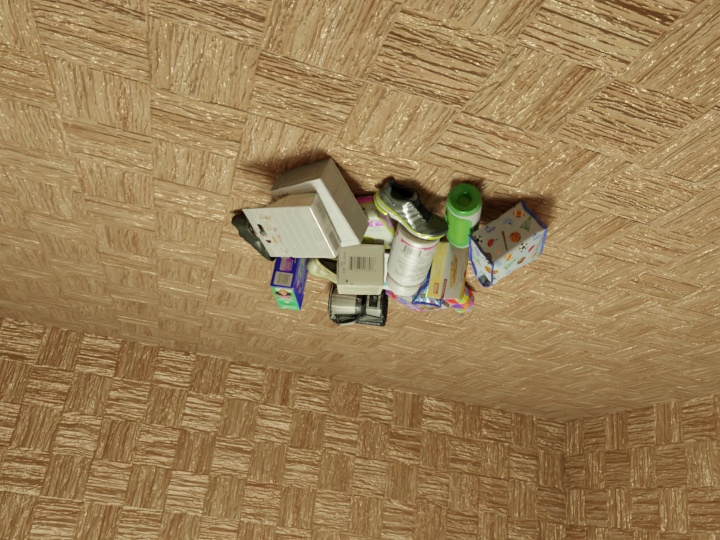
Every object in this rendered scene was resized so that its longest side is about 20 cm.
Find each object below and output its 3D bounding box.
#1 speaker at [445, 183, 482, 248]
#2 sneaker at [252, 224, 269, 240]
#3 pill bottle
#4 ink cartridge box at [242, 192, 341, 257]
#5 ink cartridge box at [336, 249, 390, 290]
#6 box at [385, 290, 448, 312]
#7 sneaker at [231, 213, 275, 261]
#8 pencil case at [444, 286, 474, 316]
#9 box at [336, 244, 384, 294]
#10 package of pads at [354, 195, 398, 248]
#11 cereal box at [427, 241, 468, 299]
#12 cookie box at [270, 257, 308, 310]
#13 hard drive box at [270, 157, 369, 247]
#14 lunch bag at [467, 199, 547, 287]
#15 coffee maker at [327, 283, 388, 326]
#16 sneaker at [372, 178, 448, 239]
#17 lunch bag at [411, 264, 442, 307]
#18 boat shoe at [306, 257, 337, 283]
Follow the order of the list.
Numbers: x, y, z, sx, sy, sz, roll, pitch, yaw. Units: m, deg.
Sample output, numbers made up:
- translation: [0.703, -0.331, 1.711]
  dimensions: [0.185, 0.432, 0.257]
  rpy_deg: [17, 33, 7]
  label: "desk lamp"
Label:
- translation: [0.247, -0.127, 1.507]
  dimensions: [0.086, 0.091, 0.201]
  rpy_deg: [4, 158, 9]
  label: "speaker"
- translation: [-0.213, -0.144, 1.639]
  dimensions: [0.197, 0.082, 0.075]
  rpy_deg: [-20, 132, 36]
  label: "sneaker"
- translation: [0.128, -0.037, 1.596]
  dimensions: [0.110, 0.115, 0.202]
  rpy_deg: [9, 136, -6]
  label: "pill bottle"
- translation: [-0.160, -0.102, 1.474]
  dimensions: [0.196, 0.051, 0.163]
  rpy_deg: [3, 137, 31]
  label: "ink cartridge box"
- translation: [0.034, -0.013, 1.841]
  dimensions: [0.195, 0.042, 0.121]
  rpy_deg: [10, 119, -12]
  label: "ink cartridge box"
- translation: [0.194, 0.086, 2.117]
  dimensions: [0.135, 0.040, 0.199]
  rpy_deg: [-10, 152, 36]
  label: "box"
- translation: [-0.296, -0.100, 1.780]
  dimensions: [0.089, 0.077, 0.201]
  rpy_deg: [10, 149, 29]
  label: "sneaker"
- translation: [0.294, 0.071, 1.990]
  dimensions: [0.087, 0.090, 0.200]
  rpy_deg: [-5, 153, 29]
  label: "pencil case"
- translation: [0.000, 0.000, 1.696]
  dimensions: [0.124, 0.112, 0.200]
  rpy_deg: [1, 172, -1]
  label: "box"
- translation: [0.020, -0.121, 1.619]
  dimensions: [0.151, 0.070, 0.200]
  rpy_deg: [-1, 158, 23]
  label: "package of pads"
- translation: [0.239, 0.002, 1.670]
  dimensions: [0.039, 0.148, 0.199]
  rpy_deg: [10, -177, 26]
  label: "cereal box"
- translation: [-0.207, 0.007, 1.872]
  dimensions: [0.073, 0.175, 0.201]
  rpy_deg: [8, 159, 5]
  label: "cookie box"
- translation: [-0.094, -0.149, 1.480]
  dimensions: [0.153, 0.078, 0.202]
  rpy_deg: [-7, 132, 33]
  label: "hard drive box"
- translation: [0.355, -0.052, 1.534]
  dimensions: [0.168, 0.125, 0.201]
  rpy_deg: [-31, 152, -2]
  label: "lunch bag"
- translation: [-0.002, 0.121, 2.183]
  dimensions: [0.195, 0.138, 0.192]
  rpy_deg: [5, -178, 10]
  label: "coffee maker"
- translation: [0.125, -0.144, 1.480]
  dimensions: [0.197, 0.075, 0.081]
  rpy_deg: [28, 148, -6]
  label: "sneaker"
- translation: [0.195, -0.005, 1.734]
  dimensions: [0.092, 0.154, 0.201]
  rpy_deg: [5, 158, 4]
  label: "lunch bag"
- translation: [-0.070, -0.006, 1.923]
  dimensions: [0.198, 0.075, 0.063]
  rpy_deg: [18, 153, -33]
  label: "boat shoe"
